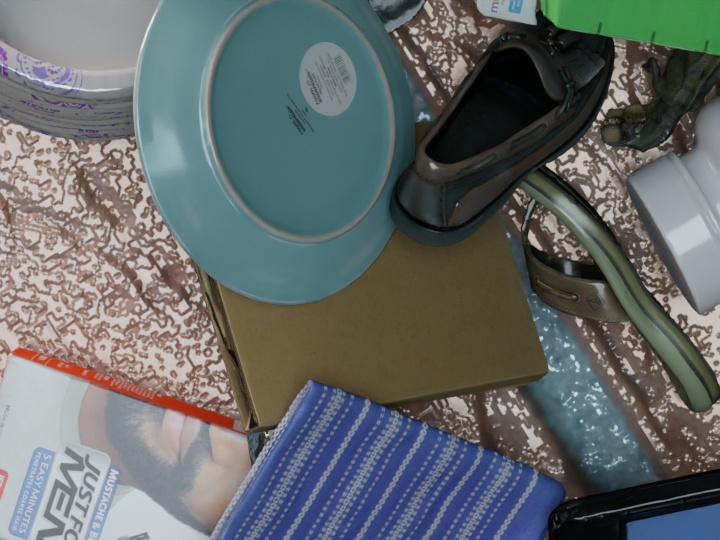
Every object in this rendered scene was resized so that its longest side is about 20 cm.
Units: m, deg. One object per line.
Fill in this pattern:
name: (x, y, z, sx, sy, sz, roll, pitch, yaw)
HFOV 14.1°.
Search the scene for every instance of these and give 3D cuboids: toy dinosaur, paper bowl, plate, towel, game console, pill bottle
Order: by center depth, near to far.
plate: (-0.038, -0.083, 1.595, 0.199, 0.025, 0.202, 5, 82, -40)
towel: (0.013, 0.153, 1.632, 0.199, 0.024, 0.145, 24, 102, -35)
paper bowl: (-0.155, -0.167, 1.646, 0.199, 0.104, 0.202, 4, 66, -9)
toy dinosaur: (0.200, -0.144, 1.667, 0.047, 0.200, 0.089, 17, 54, -15)
pill bottle: (0.259, -0.063, 1.672, 0.199, 0.120, 0.120, -29, 93, 0)
game console: (0.217, 0.196, 1.692, 0.199, 0.176, 0.117, -12, 65, -1)

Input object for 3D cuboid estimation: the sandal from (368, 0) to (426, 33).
sandal: (-0.051, -0.133, 1.699, 0.200, 0.048, 0.076, -35, 93, 1)

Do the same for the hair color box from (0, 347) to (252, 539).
hair color box: (-0.126, 0.129, 1.705, 0.199, 0.064, 0.112, 18, 92, -3)

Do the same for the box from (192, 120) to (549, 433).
box: (0.000, 0.000, 1.648, 0.199, 0.021, 0.164, -9, 74, -33)

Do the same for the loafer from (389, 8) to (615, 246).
loafer: (0.089, -0.095, 1.648, 0.072, 0.063, 0.200, 30, 56, 16)

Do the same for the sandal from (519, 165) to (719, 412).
sandal: (0.134, 0.009, 1.696, 0.057, 0.080, 0.201, -37, 94, 6)

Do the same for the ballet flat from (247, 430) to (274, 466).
ballet flat: (-0.031, 0.055, 1.662, 0.074, 0.074, 0.201, -5, 67, -1)

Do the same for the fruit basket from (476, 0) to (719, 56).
fruit basket: (0.166, -0.217, 1.522, 0.184, 0.094, 0.201, 8, 96, -6)
